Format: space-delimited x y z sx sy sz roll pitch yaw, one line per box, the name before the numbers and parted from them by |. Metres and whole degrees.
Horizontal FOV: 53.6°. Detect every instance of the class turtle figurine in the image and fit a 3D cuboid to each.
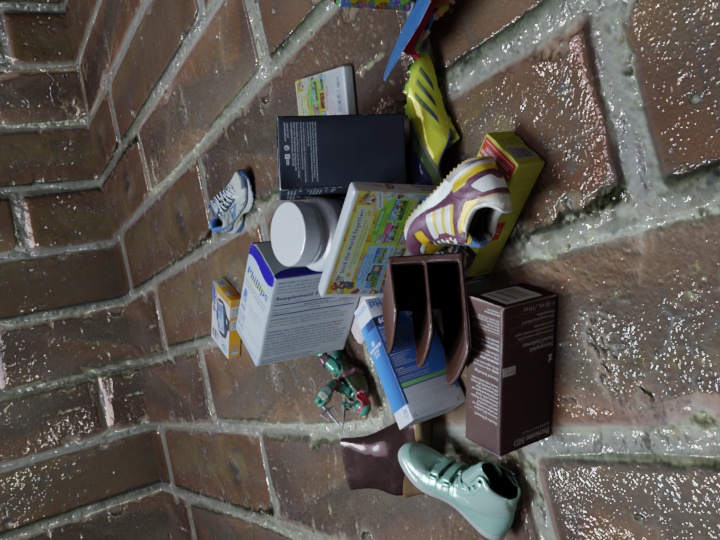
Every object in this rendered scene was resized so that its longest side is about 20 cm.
turtle figurine | -0.034 0.218 1.343 0.201 0.100 0.150 59 -176 32

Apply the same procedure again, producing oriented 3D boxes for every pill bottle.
pill bottle | -0.032 -0.057 1.111 0.113 0.198 0.115 3 94 50

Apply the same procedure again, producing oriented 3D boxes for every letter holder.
letter holder | 0.088 0.081 0.995 0.200 0.099 0.144 92 174 -69

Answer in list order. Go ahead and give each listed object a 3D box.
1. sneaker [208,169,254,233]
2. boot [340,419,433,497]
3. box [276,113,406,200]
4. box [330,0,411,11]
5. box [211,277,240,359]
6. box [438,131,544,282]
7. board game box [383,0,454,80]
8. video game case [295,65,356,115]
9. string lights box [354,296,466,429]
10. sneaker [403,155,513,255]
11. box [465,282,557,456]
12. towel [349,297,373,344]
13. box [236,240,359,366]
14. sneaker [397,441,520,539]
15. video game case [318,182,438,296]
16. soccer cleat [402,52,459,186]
sneaker | -0.310 -0.155 1.683 0.077 0.084 0.201 59 143 29
boot | 0.039 0.289 1.197 0.164 0.072 0.203 -3 106 22
box | -0.036 -0.167 1.077 0.200 0.179 0.106 -167 75 -83
box | -0.002 -0.507 1.033 0.193 0.121 0.202 51 139 46
box | -0.355 0.137 1.888 0.119 0.041 0.202 39 129 46
box | 0.171 -0.082 0.959 0.076 0.050 0.201 55 141 35
board game box | 0.092 -0.342 0.972 0.200 0.039 0.159 132 160 -61
video game case | -0.059 -0.258 1.308 0.181 0.023 0.203 8 107 57
string lights box | 0.076 0.134 1.125 0.202 0.102 0.059 68 153 19
sneaker | 0.122 -0.056 0.928 0.200 0.074 0.091 -55 48 51
box | 0.196 0.128 0.936 0.075 0.099 0.203 21 117 54
towel | 0.000 0.000 1.279 0.192 0.032 0.201 61 144 29
box | -0.107 0.050 1.263 0.105 0.182 0.202 52 137 40
sneaker | 0.149 0.295 1.057 0.199 0.074 0.119 33 133 23
video game case | 0.046 -0.039 1.036 0.023 0.180 0.201 -112 31 -42
soccer cleat | 0.105 -0.213 1.035 0.083 0.065 0.203 0 92 20
